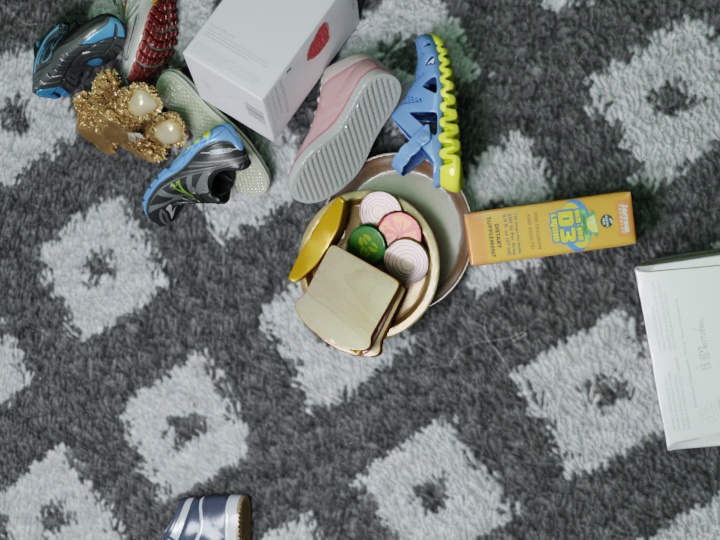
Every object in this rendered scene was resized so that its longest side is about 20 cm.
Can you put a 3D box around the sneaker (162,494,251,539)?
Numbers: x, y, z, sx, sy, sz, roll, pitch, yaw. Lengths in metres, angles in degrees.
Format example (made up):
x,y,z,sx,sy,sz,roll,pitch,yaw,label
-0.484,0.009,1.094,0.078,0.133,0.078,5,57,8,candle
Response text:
x,y,z,sx,sy,sz,roll,pitch,yaw,label
-0.204,0.393,1.557,0.107,0.070,0.202,2,85,11,sneaker

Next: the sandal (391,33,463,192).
x,y,z,sx,sy,sz,roll,pitch,yaw,label
0.077,-0.192,1.440,0.086,0.080,0.202,-5,75,8,sandal

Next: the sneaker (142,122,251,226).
x,y,z,sx,sy,sz,roll,pitch,yaw,label
-0.211,-0.107,1.515,0.083,0.071,0.199,51,129,-3,sneaker

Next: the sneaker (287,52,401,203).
x,y,z,sx,sy,sz,roll,pitch,yaw,label
-0.029,-0.183,1.483,0.201,0.075,0.105,-53,36,19,sneaker

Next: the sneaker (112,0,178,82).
x,y,z,sx,sy,sz,roll,pitch,yaw,label
-0.287,-0.347,1.563,0.081,0.078,0.202,7,87,24,sneaker

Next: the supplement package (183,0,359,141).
x,y,z,sx,sy,sz,roll,pitch,yaw,label
-0.103,-0.286,1.447,0.119,0.121,0.201,31,77,13,supplement package

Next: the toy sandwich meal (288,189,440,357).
x,y,z,sx,sy,sz,roll,pitch,yaw,label
0.000,0.000,1.455,0.203,0.070,0.208,1,92,16,toy sandwich meal

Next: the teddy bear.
x,y,z,sx,sy,sz,roll,pitch,yaw,label
-0.296,-0.202,1.537,0.144,0.200,0.067,34,69,-18,teddy bear

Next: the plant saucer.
x,y,z,sx,sy,sz,roll,pitch,yaw,label
0.047,-0.046,1.492,0.198,0.032,0.203,1,92,15,plant saucer

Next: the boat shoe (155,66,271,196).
x,y,z,sx,sy,sz,roll,pitch,yaw,label
-0.181,-0.184,1.535,0.200,0.062,0.074,49,128,-6,boat shoe

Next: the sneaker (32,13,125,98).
x,y,z,sx,sy,sz,roll,pitch,yaw,label
-0.380,-0.299,1.556,0.199,0.073,0.083,-22,74,43,sneaker

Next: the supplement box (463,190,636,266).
x,y,z,sx,sy,sz,roll,pitch,yaw,label
0.224,-0.050,1.409,0.198,0.069,0.067,-8,90,4,supplement box

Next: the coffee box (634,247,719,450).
x,y,z,sx,sy,sz,roll,pitch,yaw,label
0.423,0.073,1.302,0.198,0.198,0.202,-9,90,18,coffee box
